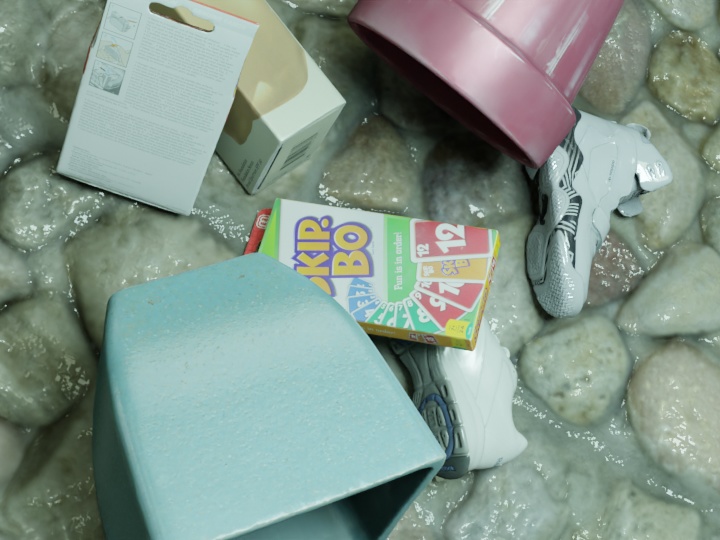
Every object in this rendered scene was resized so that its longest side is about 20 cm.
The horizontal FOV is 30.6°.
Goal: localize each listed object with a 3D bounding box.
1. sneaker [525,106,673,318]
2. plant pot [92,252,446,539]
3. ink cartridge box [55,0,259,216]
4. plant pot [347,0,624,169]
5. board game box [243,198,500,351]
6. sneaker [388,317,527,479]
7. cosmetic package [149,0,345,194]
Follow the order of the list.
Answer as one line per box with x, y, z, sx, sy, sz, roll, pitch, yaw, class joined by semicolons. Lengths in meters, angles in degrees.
0.205;-0.051;1.120;0.115;0.075;0.200;7;64;-13;sneaker
-0.091;0.107;0.905;0.196;0.196;0.200;-17;66;-23;plant pot
-0.148;-0.136;0.967;0.109;0.200;0.050;18;45;-11;ink cartridge box
0.120;-0.209;1.053;0.200;0.200;0.179;39;92;-1;plant pot
0.000;0.000;1.015;0.200;0.030;0.096;8;63;18;board game box
0.077;0.066;1.047;0.087;0.074;0.200;3;70;-36;sneaker
-0.110;-0.172;1.050;0.071;0.105;0.200;-35;82;-28;cosmetic package
